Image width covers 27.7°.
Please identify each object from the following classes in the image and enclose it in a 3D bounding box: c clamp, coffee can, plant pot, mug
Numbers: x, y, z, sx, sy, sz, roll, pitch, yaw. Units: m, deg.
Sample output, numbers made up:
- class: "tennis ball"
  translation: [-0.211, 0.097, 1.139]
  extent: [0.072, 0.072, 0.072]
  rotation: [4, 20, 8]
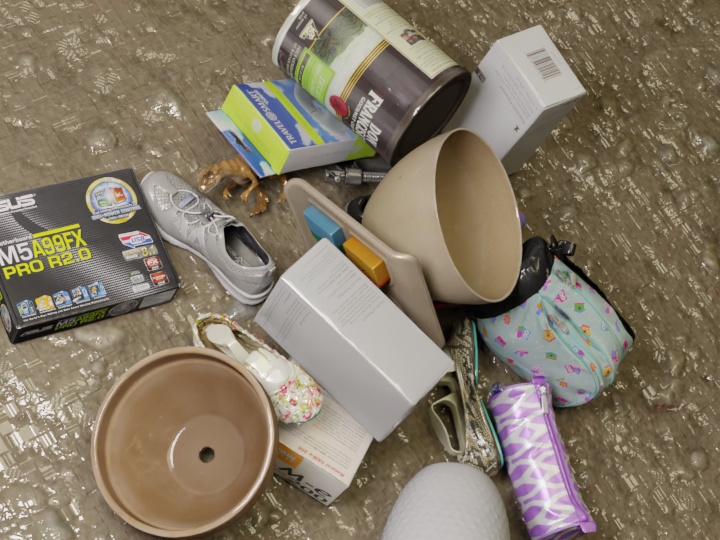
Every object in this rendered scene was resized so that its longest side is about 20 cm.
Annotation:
- class: "c clamp"
  translation: [0.046, -0.116, 1.798]
  extent: [0.199, 0.171, 0.027]
  rotation: [0, 102, -14]
- class: "coffee can"
  translation: [0.013, -0.243, 1.764]
  extent: [0.200, 0.147, 0.146]
  rotation: [42, 55, 13]
- class: "plant pot"
  translation: [-0.176, 0.187, 1.545]
  extent: [0.200, 0.093, 0.202]
  rotation: [-4, 73, 12]
- class: "mug"
  translation: [0.108, 0.322, 1.607]
  extent: [0.200, 0.147, 0.176]
  rotation: [45, 41, -34]
- class: "plant pot"
  translation: [0.081, -0.050, 1.679]
  extent: [0.200, 0.134, 0.201]
  rotation: [28, 56, -51]

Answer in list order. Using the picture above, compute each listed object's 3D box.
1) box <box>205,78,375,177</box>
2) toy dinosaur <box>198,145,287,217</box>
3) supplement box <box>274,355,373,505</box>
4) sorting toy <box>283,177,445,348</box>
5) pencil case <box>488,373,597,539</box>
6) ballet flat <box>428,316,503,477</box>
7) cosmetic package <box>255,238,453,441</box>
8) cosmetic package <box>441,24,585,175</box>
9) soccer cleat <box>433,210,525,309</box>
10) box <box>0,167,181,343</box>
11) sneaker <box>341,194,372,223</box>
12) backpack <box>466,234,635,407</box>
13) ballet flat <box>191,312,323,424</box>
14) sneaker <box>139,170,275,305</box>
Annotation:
- class: "box"
  translation: [-0.077, -0.180, 1.788]
  extent: [0.200, 0.048, 0.122]
  rotation: [-15, 56, -47]
- class: "toy dinosaur"
  translation: [-0.122, -0.130, 1.769]
  extent: [0.107, 0.060, 0.200]
  rotation: [64, 32, -13]
- class: "supplement box"
  translation: [-0.036, 0.146, 1.662]
  extent: [0.126, 0.074, 0.200]
  rotation: [33, 56, -4]
- class: "sorting toy"
  translation: [0.000, 0.000, 1.655]
  extent: [0.036, 0.185, 0.200]
  rotation: [-44, 54, -18]
- class: "pencil case"
  translation: [0.216, 0.224, 1.726]
  extent: [0.084, 0.085, 0.201]
  rotation: [3, 63, -45]
- class: "ballet flat"
  translation: [0.116, 0.151, 1.738]
  extent: [0.075, 0.068, 0.201]
  rotation: [-6, 68, -9]
- class: "cosmetic package"
  translation: [-0.008, 0.077, 1.590]
  extent: [0.200, 0.113, 0.081]
  rotation: [44, 57, 3]
- class: "cosmetic package"
  translation: [0.189, -0.208, 1.872]
  extent: [0.081, 0.200, 0.113]
  rotation: [-23, 72, -32]
- class: "soccer cleat"
  translation: [0.125, -0.001, 1.780]
  extent: [0.200, 0.067, 0.077]
  rotation: [-32, 72, -4]
- class: "box"
  translation: [-0.323, -0.020, 1.641]
  extent: [0.199, 0.044, 0.161]
  rotation: [-15, 71, -29]
- class: "sneaker"
  translation: [0.058, -0.055, 1.801]
  extent: [0.199, 0.087, 0.074]
  rotation: [5, 62, -22]
- class: "backpack"
  translation: [0.233, 0.067, 1.787]
  extent: [0.200, 0.167, 0.127]
  rotation: [44, 62, -13]
- class: "ballet flat"
  translation: [-0.123, 0.104, 1.596]
  extent: [0.200, 0.064, 0.076]
  rotation: [27, 65, 40]
- class: "sneaker"
  translation: [-0.170, -0.053, 1.702]
  extent: [0.200, 0.082, 0.075]
  rotation: [40, 56, 0]
